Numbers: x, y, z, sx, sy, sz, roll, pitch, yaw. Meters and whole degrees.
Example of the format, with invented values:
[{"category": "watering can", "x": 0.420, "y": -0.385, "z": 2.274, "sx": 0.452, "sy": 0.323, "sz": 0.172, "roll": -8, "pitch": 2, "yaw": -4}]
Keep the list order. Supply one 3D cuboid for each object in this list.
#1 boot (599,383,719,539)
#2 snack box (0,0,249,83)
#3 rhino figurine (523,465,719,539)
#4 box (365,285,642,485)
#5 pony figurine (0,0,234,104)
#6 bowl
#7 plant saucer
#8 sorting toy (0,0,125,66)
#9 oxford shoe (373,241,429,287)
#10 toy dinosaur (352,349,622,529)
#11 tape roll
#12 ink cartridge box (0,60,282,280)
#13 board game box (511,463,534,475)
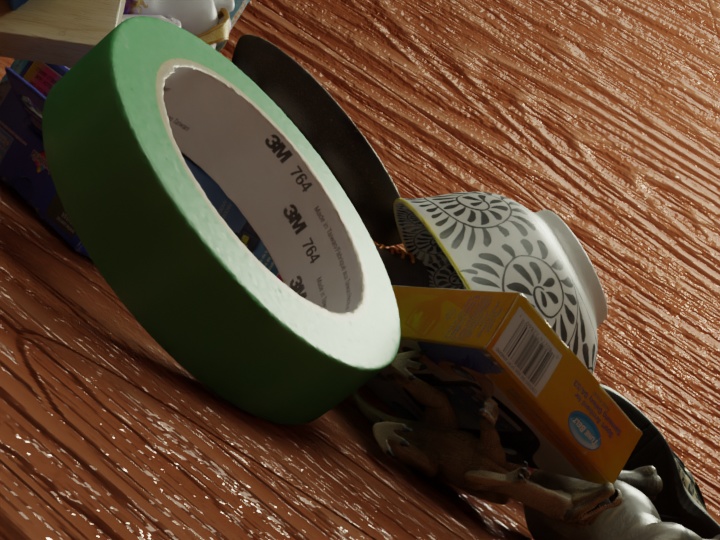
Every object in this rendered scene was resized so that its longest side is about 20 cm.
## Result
[{"category": "boot", "x": 0.202, "y": 0.149, "z": 0.969, "sx": 0.204, "sy": 0.073, "sz": 0.154, "roll": 49, "pitch": 5, "yaw": -17}, {"category": "snack box", "x": -0.162, "y": -0.178, "z": 0.908, "sx": 0.115, "sy": 0.202, "sz": 0.037, "roll": 32, "pitch": -2, "yaw": -5}, {"category": "rhino figurine", "x": 0.157, "y": 0.158, "z": 0.666, "sx": 0.086, "sy": 0.061, "sz": 0.200, "roll": 10, "pitch": 15, "yaw": -29}, {"category": "box", "x": 0.053, "y": 0.060, "z": 0.719, "sx": 0.119, "sy": 0.042, "sz": 0.199, "roll": 46, "pitch": -24, "yaw": -25}, {"category": "pony figurine", "x": -0.147, "y": -0.166, "z": 0.818, "sx": 0.190, "sy": 0.204, "sz": 0.166, "roll": -3, "pitch": -13, "yaw": -30}, {"category": "bowl", "x": 0.109, "y": 0.019, "z": 0.867, "sx": 0.203, "sy": 0.093, "sz": 0.201, "roll": 61, "pitch": -6, "yaw": 11}, {"category": "plant saucer", "x": -0.040, "y": -0.090, "z": 0.958, "sx": 0.200, "sy": 0.032, "sz": 0.201, "roll": 48, "pitch": -13, "yaw": 14}, {"category": "sorting toy", "x": -0.225, "y": -0.221, "z": 0.707, "sx": 0.196, "sy": 0.201, "sz": 0.070, "roll": 7, "pitch": -38, "yaw": -7}, {"category": "oxford shoe", "x": 0.000, "y": 0.000, "z": 0.854, "sx": 0.201, "sy": 0.073, "sz": 0.071, "roll": 56, "pitch": -10, "yaw": -31}, {"category": "toy dinosaur", "x": 0.040, "y": 0.094, "z": 0.676, "sx": 0.198, "sy": 0.059, "sz": 0.101, "roll": 21, "pitch": -24, "yaw": 38}, {"category": "tape roll", "x": -0.060, "y": -0.026, "z": 0.592, "sx": 0.201, "sy": 0.048, "sz": 0.201, "roll": 47, "pitch": 20, "yaw": -22}, {"category": "ink cartridge box", "x": -0.128, "y": -0.046, "z": 0.722, "sx": 0.136, "sy": 0.077, "sz": 0.199, "roll": 36, "pitch": 4, "yaw": 41}, {"category": "board game box", "x": 0.083, "y": 0.118, "z": 0.958, "sx": 0.199, "sy": 0.030, "sz": 0.095, "roll": 33, "pitch": 1, "yaw": 22}]
